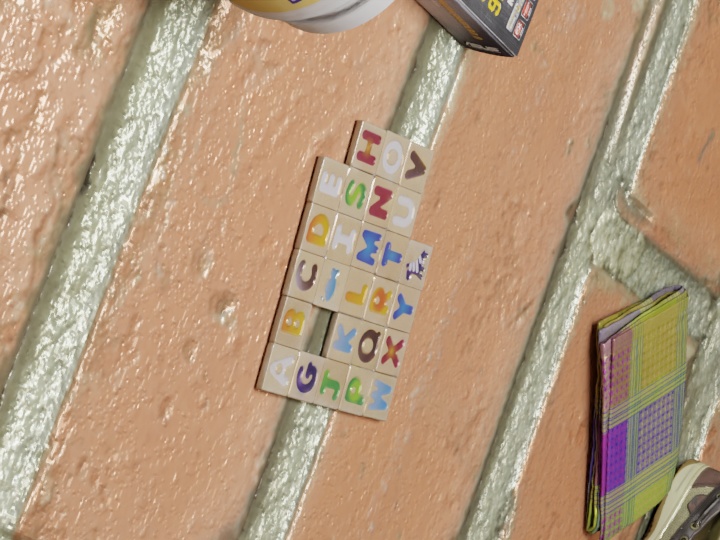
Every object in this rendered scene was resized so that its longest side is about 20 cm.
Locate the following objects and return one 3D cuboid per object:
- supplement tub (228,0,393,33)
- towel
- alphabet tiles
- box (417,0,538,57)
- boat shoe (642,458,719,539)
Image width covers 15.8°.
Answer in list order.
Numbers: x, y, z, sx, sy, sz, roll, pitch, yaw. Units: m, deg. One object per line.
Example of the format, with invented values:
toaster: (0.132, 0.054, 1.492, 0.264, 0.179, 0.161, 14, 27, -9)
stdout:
supplement tub: (-0.059, -0.237, 1.550, 0.200, 0.145, 0.146, 33, 74, -54)
towel: (0.237, 0.119, 2.220, 0.143, 0.023, 0.201, -27, 124, -50)
alphabet tiles: (0.000, 0.000, 1.844, 0.167, 0.008, 0.201, 19, 86, -56)
box: (0.094, -0.276, 1.847, 0.158, 0.048, 0.201, 38, 69, -54)
boat shoe: (0.280, 0.264, 2.295, 0.073, 0.065, 0.201, 41, 68, -55)
